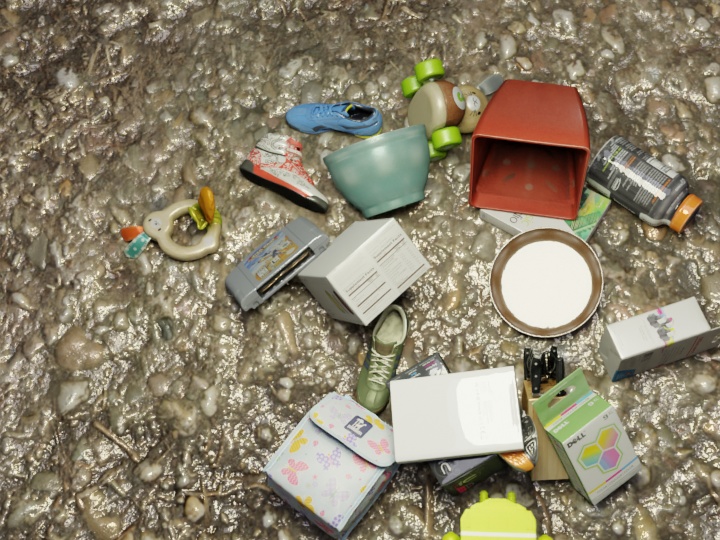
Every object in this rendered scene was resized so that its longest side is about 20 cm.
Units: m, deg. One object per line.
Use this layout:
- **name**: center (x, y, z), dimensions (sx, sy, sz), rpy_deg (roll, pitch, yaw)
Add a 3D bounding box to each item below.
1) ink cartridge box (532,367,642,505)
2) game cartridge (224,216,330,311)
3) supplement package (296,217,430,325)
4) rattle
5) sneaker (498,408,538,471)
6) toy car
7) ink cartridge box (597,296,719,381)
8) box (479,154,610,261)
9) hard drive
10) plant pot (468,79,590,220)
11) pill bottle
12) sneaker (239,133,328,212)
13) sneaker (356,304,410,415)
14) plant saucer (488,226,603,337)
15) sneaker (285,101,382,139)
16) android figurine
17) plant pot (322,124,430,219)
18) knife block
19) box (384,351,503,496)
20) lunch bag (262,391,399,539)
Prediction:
- **ink cartridge box**: center (0.363, 0.266, 1.561), dimensions (0.104, 0.200, 0.059), rpy_deg (-34, 26, -9)
- **game cartridge**: center (-0.156, -0.016, 1.793), dimensions (0.200, 0.042, 0.133), rpy_deg (-41, 34, -6)
- **supplement package**: center (0.000, 0.000, 1.705), dimensions (0.156, 0.200, 0.111), rpy_deg (-41, 102, -13)
- **rattle**: center (-0.366, -0.088, 1.838), dimensions (0.200, 0.143, 0.130), rpy_deg (3, 84, 1)
- **sneaker**: center (0.245, 0.261, 1.598), dimensions (0.076, 0.092, 0.200), rpy_deg (-29, 36, 3)
- **toy car**: center (0.201, -0.314, 1.882), dimensions (0.200, 0.158, 0.165), rpy_deg (-11, 83, -18)
- **ink cartridge box**: center (0.513, 0.111, 1.657), dimensions (0.200, 0.115, 0.068), rpy_deg (-17, 65, -3)
- **box**: center (0.343, -0.114, 1.825), dimensions (0.200, 0.036, 0.144), rpy_deg (30, 72, 16)
- **hard drive**: center (0.150, 0.228, 1.546), dimensions (0.200, 0.025, 0.132), rpy_deg (-8, 67, 12)
- **plant pot**: center (0.309, -0.231, 1.768), dimensions (0.200, 0.200, 0.176), rpy_deg (8, 56, 9)
- **pill bottle**: center (0.519, -0.151, 1.784), dimensions (0.200, 0.106, 0.106), rpy_deg (39, 74, 21)
- **sneaker**: center (-0.127, -0.196, 1.897), dimensions (0.201, 0.067, 0.108), rpy_deg (27, 73, 20)
- **sneaker**: center (0.036, 0.148, 1.705), dimensions (0.067, 0.090, 0.200), rpy_deg (15, 68, 12)
- **plant saucer**: center (0.330, 0.022, 1.746), dimensions (0.200, 0.032, 0.201), rpy_deg (-3, 77, 12)
- **sneaker**: center (-0.054, -0.311, 1.938), dimensions (0.200, 0.078, 0.066), rpy_deg (8, 68, 12)
- **android figurine**: center (0.220, 0.453, 1.570), dimensions (0.182, 0.041, 0.200), rpy_deg (-2, 65, 6)
- **plant pot**: center (0.044, -0.175, 1.816), dimensions (0.200, 0.200, 0.134), rpy_deg (-18, 92, -2)
- **knife block**: center (0.302, 0.225, 1.593), dimensions (0.064, 0.176, 0.200), rpy_deg (-4, 65, 5)
- **box**: center (0.139, 0.256, 1.621), dimensions (0.106, 0.122, 0.200), rpy_deg (-30, 64, 2)
- **lunch bag**: center (-0.037, 0.313, 1.620), dimensions (0.170, 0.127, 0.200), rpy_deg (35, 66, 18)
